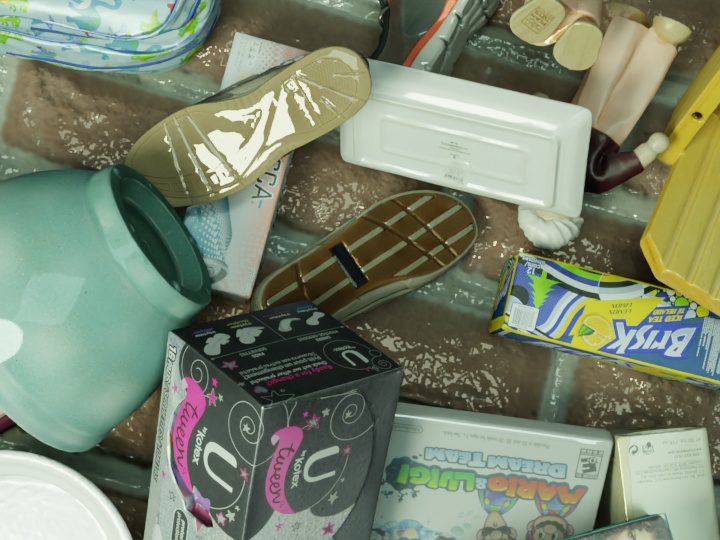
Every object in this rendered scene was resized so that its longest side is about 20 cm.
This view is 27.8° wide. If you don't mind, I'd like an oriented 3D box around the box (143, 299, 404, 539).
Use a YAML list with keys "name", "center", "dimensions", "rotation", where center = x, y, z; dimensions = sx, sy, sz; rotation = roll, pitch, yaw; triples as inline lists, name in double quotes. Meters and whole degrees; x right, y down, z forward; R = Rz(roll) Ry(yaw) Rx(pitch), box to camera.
- name: "box"
  center: [-0.066, 0.142, 1.027]
  dimensions: [0.132, 0.115, 0.201]
  rotation: [-13, 122, -41]

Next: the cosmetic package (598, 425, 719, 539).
- name: "cosmetic package"
  center: [0.229, 0.220, 1.109]
  dimensions: [0.073, 0.104, 0.201]
  rotation: [-5, 84, -3]

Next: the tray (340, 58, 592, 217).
- name: "tray"
  center: [0.073, -0.097, 1.102]
  dimensions: [0.199, 0.108, 0.022]
  rotation: [15, 48, 16]

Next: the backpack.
- name: "backpack"
  center: [-0.203, -0.226, 1.112]
  dimensions: [0.199, 0.154, 0.164]
  rotation: [19, 77, -14]

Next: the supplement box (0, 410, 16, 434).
- name: "supplement box"
  center: [-0.326, 0.038, 1.089]
  dimensions: [0.131, 0.103, 0.200]
  rotation: [-30, 87, -6]

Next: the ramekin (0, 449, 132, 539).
- name: "ramekin"
  center: [-0.259, 0.232, 1.080]
  dimensions: [0.200, 0.098, 0.201]
  rotation: [0, 86, -3]

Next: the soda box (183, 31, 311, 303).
- name: "soda box"
  center: [-0.091, -0.079, 1.134]
  dimensions: [0.068, 0.064, 0.201]
  rotation: [15, 84, -2]

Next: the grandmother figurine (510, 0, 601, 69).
- name: "grandmother figurine"
  center: [0.157, -0.249, 1.119]
  dimensions: [0.121, 0.061, 0.200]
  rotation: [36, 46, -22]

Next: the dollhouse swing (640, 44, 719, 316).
- name: "dollhouse swing"
  center: [0.336, -0.070, 1.096]
  dimensions: [0.200, 0.182, 0.176]
  rotation: [31, 41, -1]

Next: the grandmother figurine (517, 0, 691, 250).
- name: "grandmother figurine"
  center: [0.180, -0.110, 1.147]
  dimensions: [0.121, 0.061, 0.200]
  rotation: [25, 90, 41]

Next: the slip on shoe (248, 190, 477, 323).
- name: "slip on shoe"
  center: [0.000, 0.000, 1.137]
  dimensions: [0.200, 0.061, 0.076]
  rotation: [-32, 87, -24]

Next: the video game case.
- name: "video game case"
  center: [0.076, 0.191, 1.102]
  dimensions: [0.199, 0.024, 0.183]
  rotation: [8, 112, -3]

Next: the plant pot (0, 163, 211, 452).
- name: "plant pot"
  center: [-0.191, 0.008, 1.027]
  dimensions: [0.134, 0.200, 0.201]
  rotation: [-32, 88, 11]

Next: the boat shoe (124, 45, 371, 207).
- name: "boat shoe"
  center: [-0.079, -0.107, 1.074]
  dimensions: [0.200, 0.065, 0.072]
  rotation: [-28, 96, 14]

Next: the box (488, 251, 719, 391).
- name: "box"
  center: [0.206, 0.042, 1.138]
  dimensions: [0.199, 0.070, 0.064]
  rotation: [15, 83, -2]

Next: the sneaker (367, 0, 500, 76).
- name: "sneaker"
  center: [0.056, -0.217, 1.151]
  dimensions: [0.082, 0.077, 0.200]
  rotation: [28, 73, 19]

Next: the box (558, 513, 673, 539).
- name: "box"
  center: [0.127, 0.235, 1.020]
  dimensions: [0.199, 0.049, 0.083]
  rotation: [-15, 79, -6]
